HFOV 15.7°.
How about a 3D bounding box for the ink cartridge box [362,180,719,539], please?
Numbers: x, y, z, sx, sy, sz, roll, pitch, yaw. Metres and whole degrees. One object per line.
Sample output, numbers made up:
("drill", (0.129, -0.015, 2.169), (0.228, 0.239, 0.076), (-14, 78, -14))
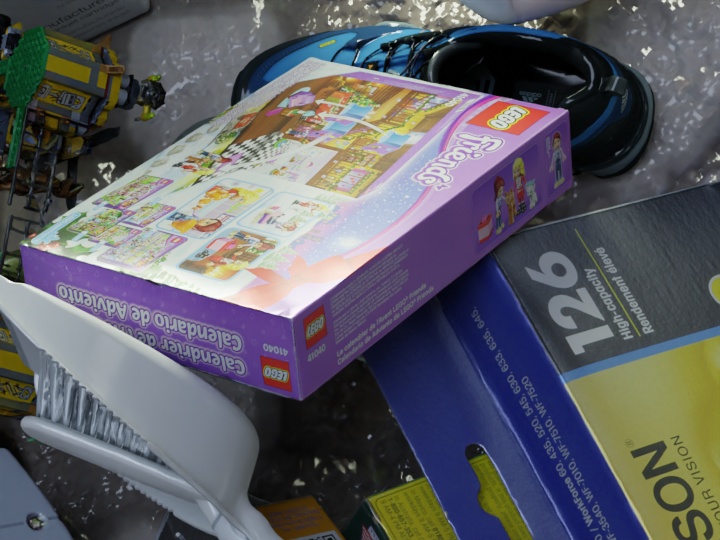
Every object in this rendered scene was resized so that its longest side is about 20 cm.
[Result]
("ink cartridge box", (0.123, 0.065, 1.076), (0.200, 0.047, 0.198), (-14, 65, -32))

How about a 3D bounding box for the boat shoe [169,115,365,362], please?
("boat shoe", (-0.002, 0.001, 1.192), (0.202, 0.065, 0.074), (28, 66, 16))

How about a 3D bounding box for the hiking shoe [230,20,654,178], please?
("hiking shoe", (0.031, -0.087, 1.184), (0.200, 0.087, 0.074), (1, 76, 18))

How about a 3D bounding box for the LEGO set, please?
("LEGO set", (-0.134, -0.009, 1.190), (0.154, 0.116, 0.200), (-21, 59, 51))

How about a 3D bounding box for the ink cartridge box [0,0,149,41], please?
("ink cartridge box", (-0.208, -0.159, 1.217), (0.146, 0.200, 0.086), (-25, 70, 10))

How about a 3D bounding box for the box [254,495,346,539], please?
("box", (0.000, 0.201, 1.039), (0.200, 0.041, 0.119), (51, 132, 36))

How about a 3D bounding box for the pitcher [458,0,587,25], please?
("pitcher", (0.126, -0.192, 1.173), (0.172, 0.121, 0.200), (41, 79, 15))

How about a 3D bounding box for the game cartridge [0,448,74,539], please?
("game cartridge", (-0.167, 0.172, 1.115), (0.133, 0.040, 0.200), (-9, 59, -27))

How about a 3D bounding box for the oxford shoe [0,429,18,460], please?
("oxford shoe", (-0.179, 0.167, 1.202), (0.071, 0.071, 0.200), (-29, 61, 24))

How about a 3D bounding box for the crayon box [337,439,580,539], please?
("crayon box", (0.105, 0.127, 1.086), (0.200, 0.051, 0.127), (-17, 64, -30))

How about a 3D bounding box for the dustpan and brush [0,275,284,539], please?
("dustpan and brush", (-0.065, 0.080, 1.015), (0.200, 0.140, 0.057), (24, 73, 9))

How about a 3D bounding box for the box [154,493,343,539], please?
("box", (-0.015, 0.195, 1.145), (0.200, 0.048, 0.159), (20, 82, 21))

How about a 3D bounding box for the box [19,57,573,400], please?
("box", (-0.022, -0.023, 1.069), (0.137, 0.200, 0.039), (14, 124, 33))
